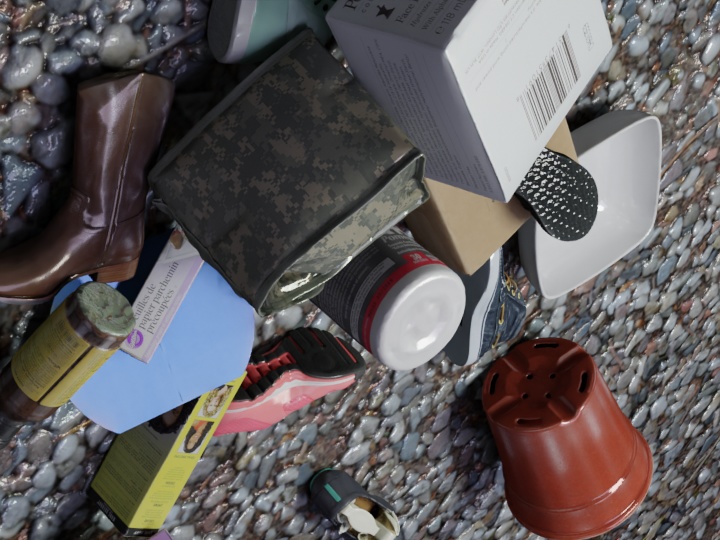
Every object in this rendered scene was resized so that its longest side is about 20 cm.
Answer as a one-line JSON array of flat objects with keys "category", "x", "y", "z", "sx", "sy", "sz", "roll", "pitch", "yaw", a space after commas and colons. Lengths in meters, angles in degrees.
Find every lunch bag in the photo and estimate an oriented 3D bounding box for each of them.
[{"category": "lunch bag", "x": -0.064, "y": -0.074, "z": 1.270, "sx": 0.200, "sy": 0.164, "sz": 0.118, "roll": -39, "pitch": 162, "yaw": -9}]

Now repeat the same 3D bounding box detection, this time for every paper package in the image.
[{"category": "paper package", "x": 0.118, "y": -0.130, "z": 1.524, "sx": 0.191, "sy": 0.103, "sz": 0.200, "roll": -44, "pitch": 140, "yaw": -12}]

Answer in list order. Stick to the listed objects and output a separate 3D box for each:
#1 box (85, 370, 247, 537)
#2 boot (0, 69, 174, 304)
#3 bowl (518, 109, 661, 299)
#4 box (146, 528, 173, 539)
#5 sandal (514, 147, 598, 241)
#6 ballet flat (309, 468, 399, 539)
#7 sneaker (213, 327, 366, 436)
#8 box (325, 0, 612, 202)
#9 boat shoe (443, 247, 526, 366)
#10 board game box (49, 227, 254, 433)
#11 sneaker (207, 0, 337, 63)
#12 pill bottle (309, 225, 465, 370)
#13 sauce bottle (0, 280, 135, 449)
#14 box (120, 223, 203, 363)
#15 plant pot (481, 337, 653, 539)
[{"category": "box", "x": -0.194, "y": 0.163, "z": 1.470, "sx": 0.050, "sy": 0.075, "sz": 0.201, "roll": 14, "pitch": 108, "yaw": -52}, {"category": "boot", "x": -0.245, "y": -0.078, "z": 1.239, "sx": 0.186, "sy": 0.064, "sz": 0.201, "roll": -16, "pitch": 131, "yaw": -47}, {"category": "bowl", "x": 0.256, "y": -0.085, "z": 1.719, "sx": 0.199, "sy": 0.075, "sz": 0.201, "roll": -32, "pitch": 137, "yaw": -24}, {"category": "box", "x": -0.258, "y": 0.372, "z": 1.493, "sx": 0.199, "sy": 0.097, "sz": 0.176, "roll": -34, "pitch": 168, "yaw": -22}, {"category": "sandal", "x": 0.175, "y": -0.098, "z": 1.497, "sx": 0.200, "sy": 0.048, "sz": 0.076, "roll": 36, "pitch": 93, "yaw": -39}, {"category": "ballet flat", "x": 0.004, "y": 0.302, "z": 1.778, "sx": 0.073, "sy": 0.073, "sz": 0.200, "roll": -48, "pitch": 142, "yaw": -4}, {"category": "sneaker", "x": -0.087, "y": 0.122, "z": 1.562, "sx": 0.199, "sy": 0.074, "sz": 0.087, "roll": -13, "pitch": 141, "yaw": -34}, {"category": "box", "x": 0.100, "y": -0.206, "z": 1.279, "sx": 0.200, "sy": 0.130, "sz": 0.200, "roll": -55, "pitch": 142, "yaw": -21}, {"category": "boat shoe", "x": 0.148, "y": 0.017, "z": 1.702, "sx": 0.090, "sy": 0.071, "sz": 0.201, "roll": -25, "pitch": 141, "yaw": -31}, {"category": "board game box", "x": -0.200, "y": 0.051, "z": 1.385, "sx": 0.199, "sy": 0.039, "sz": 0.159, "roll": -25, "pitch": 105, "yaw": -21}, {"category": "sneaker", "x": -0.055, "y": -0.271, "z": 1.264, "sx": 0.117, "sy": 0.074, "sz": 0.201, "roll": -7, "pitch": 134, "yaw": -34}, {"category": "pill bottle", "x": 0.000, "y": 0.000, "z": 1.431, "sx": 0.110, "sy": 0.200, "sz": 0.111, "roll": -26, "pitch": 136, "yaw": -28}, {"category": "sauce bottle", "x": -0.276, "y": 0.089, "z": 1.294, "sx": 0.200, "sy": 0.065, "sz": 0.064, "roll": -41, "pitch": 148, "yaw": 29}, {"category": "box", "x": -0.163, "y": -0.012, "z": 1.346, "sx": 0.201, "sy": 0.038, "sz": 0.041, "roll": -62, "pitch": -176, "yaw": -9}, {"category": "plant pot", "x": 0.249, "y": 0.201, "z": 1.859, "sx": 0.200, "sy": 0.200, "sz": 0.196, "roll": -40, "pitch": 132, "yaw": -14}]
